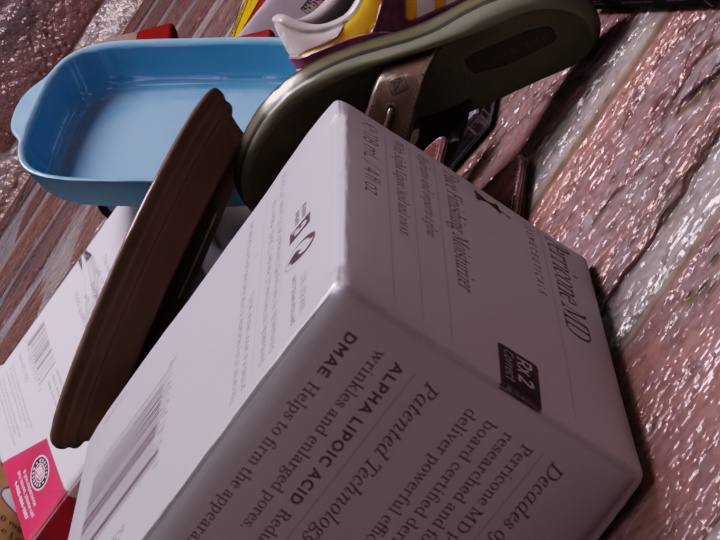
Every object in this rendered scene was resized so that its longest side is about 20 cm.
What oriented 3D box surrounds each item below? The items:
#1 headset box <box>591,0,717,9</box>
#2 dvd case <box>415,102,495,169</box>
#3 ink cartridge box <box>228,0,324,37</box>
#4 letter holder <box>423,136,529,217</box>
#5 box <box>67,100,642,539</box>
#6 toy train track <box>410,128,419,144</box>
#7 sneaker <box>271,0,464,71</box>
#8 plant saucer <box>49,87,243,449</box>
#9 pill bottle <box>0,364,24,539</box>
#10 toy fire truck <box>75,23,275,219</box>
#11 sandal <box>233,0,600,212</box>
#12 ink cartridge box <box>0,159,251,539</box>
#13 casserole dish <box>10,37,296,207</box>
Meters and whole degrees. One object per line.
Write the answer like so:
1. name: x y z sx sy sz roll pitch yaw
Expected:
1. headset box: 0.149 -0.228 1.024 0.200 0.093 0.174 -58 14 -1
2. dvd case: 0.038 -0.094 1.285 0.149 0.016 0.200 -49 16 35
3. ink cartridge box: -0.028 -0.220 1.648 0.176 0.084 0.200 -46 19 42
4. letter holder: -0.017 0.015 1.069 0.200 0.100 0.142 -49 15 34
5. box: -0.011 0.073 0.851 0.200 0.131 0.199 -53 14 18
6. toy train track: 0.000 0.000 1.181 0.200 0.032 0.115 -60 8 20
7. sneaker: 0.043 -0.171 1.213 0.200 0.090 0.075 -46 16 -9
8. plant saucer: -0.104 0.003 1.132 0.200 0.029 0.201 -156 90 -90
9. pill bottle: -0.252 0.161 1.537 0.114 0.114 0.200 -48 17 36
10. toy fire truck: -0.068 -0.082 1.417 0.199 0.176 0.129 -14 20 3
11. sandal: 0.025 -0.077 1.080 0.201 0.080 0.057 -26 58 17
12. ink cartridge box: -0.128 0.056 1.311 0.200 0.083 0.145 -52 37 20
13. casserole dish: -0.102 -0.082 1.278 0.039 0.199 0.121 73 -157 -44
